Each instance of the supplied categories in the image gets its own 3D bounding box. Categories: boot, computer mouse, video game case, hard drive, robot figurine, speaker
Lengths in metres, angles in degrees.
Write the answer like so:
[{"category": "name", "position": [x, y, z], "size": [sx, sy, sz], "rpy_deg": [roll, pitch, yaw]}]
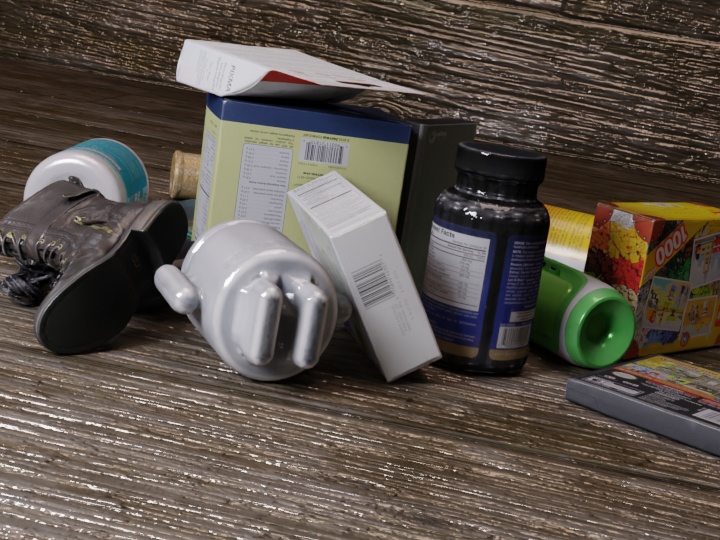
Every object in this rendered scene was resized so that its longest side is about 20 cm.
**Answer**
[{"category": "boot", "position": [-0.263, -0.011, 1.119], "size": [0.172, 0.070, 0.200], "rpy_deg": [10, 40, 31]}, {"category": "computer mouse", "position": [-0.233, 0.010, 1.207], "size": [0.197, 0.054, 0.139], "rpy_deg": [-4, 15, -2]}, {"category": "video game case", "position": [0.312, 0.123, 1.140], "size": [0.198, 0.026, 0.179], "rpy_deg": [18, 15, 37]}, {"category": "hard drive", "position": [0.072, -0.065, 1.396], "size": [0.032, 0.203, 0.139], "rpy_deg": [15, 14, 27]}, {"category": "robot figurine", "position": [-0.089, 0.022, 1.088], "size": [0.167, 0.115, 0.200], "rpy_deg": [9, 11, -25]}, {"category": "speaker", "position": [0.194, 0.034, 1.312], "size": [0.087, 0.090, 0.200], "rpy_deg": [3, 14, -28]}]

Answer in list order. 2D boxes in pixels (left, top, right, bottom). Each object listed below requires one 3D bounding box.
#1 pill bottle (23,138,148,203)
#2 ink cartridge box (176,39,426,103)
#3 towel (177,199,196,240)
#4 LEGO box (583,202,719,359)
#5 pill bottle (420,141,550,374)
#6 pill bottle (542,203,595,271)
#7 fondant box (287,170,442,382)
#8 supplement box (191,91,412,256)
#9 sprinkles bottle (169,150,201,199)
[{"category": "pill bottle", "position": [-0.303, -0.090, 1.446], "size": [0.109, 0.113, 0.200], "rpy_deg": [9, 13, 1]}, {"category": "ink cartridge box", "position": [-0.061, -0.183, 1.265], "size": [0.199, 0.058, 0.161], "rpy_deg": [29, 22, 37]}, {"category": "towel", "position": [-0.192, -0.056, 1.589], "size": [0.198, 0.022, 0.146], "rpy_deg": [20, 17, 39]}, {"category": "LEGO box", "position": [0.328, 0.007, 1.381], "size": [0.198, 0.151, 0.077], "rpy_deg": [-4, 17, -44]}, {"category": "pill bottle", "position": [0.118, -0.014, 1.194], "size": [0.110, 0.203, 0.112], "rpy_deg": [8, 12, -2]}, {"category": "pill bottle", "position": [0.227, -0.020, 1.517], "size": [0.197, 0.113, 0.111], "rpy_deg": [15, 13, 24]}, {"category": "fondant box", "position": [0.000, 0.000, 1.172], "size": [0.058, 0.146, 0.200], "rpy_deg": [-24, 18, -6]}, {"category": "supplement box", "position": [-0.068, -0.072, 1.322], "size": [0.197, 0.203, 0.134], "rpy_deg": [6, 12, -14]}, {"category": "sprinkles bottle", "position": [-0.170, -0.125, 1.806], "size": [0.197, 0.069, 0.068], "rpy_deg": [6, 12, -14]}]
